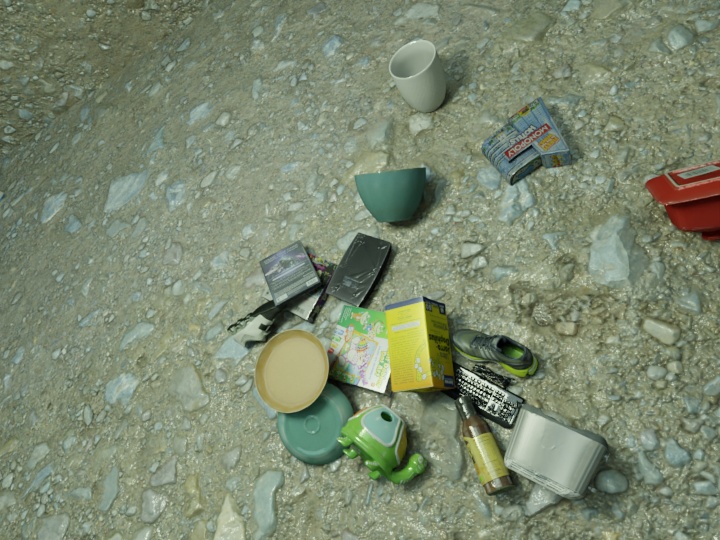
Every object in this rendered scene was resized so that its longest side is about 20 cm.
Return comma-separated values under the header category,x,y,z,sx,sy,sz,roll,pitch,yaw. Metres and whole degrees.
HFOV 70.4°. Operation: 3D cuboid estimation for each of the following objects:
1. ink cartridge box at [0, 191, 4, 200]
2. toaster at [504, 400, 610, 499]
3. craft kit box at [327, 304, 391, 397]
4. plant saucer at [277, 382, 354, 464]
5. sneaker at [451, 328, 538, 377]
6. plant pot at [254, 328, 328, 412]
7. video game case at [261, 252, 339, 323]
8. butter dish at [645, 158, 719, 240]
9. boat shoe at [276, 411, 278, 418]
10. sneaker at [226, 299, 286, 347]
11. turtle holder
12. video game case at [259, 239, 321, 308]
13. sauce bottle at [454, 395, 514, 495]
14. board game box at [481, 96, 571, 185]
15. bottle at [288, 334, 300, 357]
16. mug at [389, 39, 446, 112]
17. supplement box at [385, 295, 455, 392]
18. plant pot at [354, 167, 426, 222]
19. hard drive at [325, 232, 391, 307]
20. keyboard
category,x,y,z,sx,sy,sz,roll,pitch,yaw
ink cartridge box,-2.010,-0.385,2.667,0.198,0.146,0.148,10,70,32
toaster,0.366,0.349,0.989,0.199,0.114,0.130,20,77,33
craft kit box,0.013,0.200,1.307,0.196,0.049,0.202,8,69,29
plant saucer,-0.113,0.371,1.235,0.197,0.036,0.203,-1,85,10
sneaker,0.295,0.167,1.139,0.198,0.081,0.074,14,61,32
plant pot,-0.165,0.244,1.245,0.198,0.027,0.202,-7,68,18
video game case,-0.173,0.038,1.500,0.199,0.036,0.182,21,76,35
butter dish,0.714,-0.133,1.045,0.198,0.149,0.200,-13,19,24
boat shoe,-0.187,0.300,1.356,0.064,0.071,0.202,-22,56,60
sneaker,-0.281,0.153,1.475,0.199,0.089,0.074,-31,15,15
turtle holder,0.048,0.382,1.131,0.185,0.142,0.132,21,58,44
video game case,-0.206,0.006,1.478,0.142,0.019,0.201,-28,45,-2
sauce bottle,0.254,0.363,1.075,0.064,0.065,0.201,-28,53,13
board game box,0.447,-0.326,1.338,0.199,0.062,0.201,-34,53,8
bottle,-0.148,0.262,1.302,0.083,0.065,0.202,-10,83,6
mug,0.173,-0.589,1.558,0.147,0.175,0.201,-38,52,5
supplement box,0.137,0.175,1.178,0.109,0.108,0.202,-17,68,34
plant pot,0.087,-0.206,1.412,0.198,0.200,0.136,-1,101,28
hard drive,0.000,0.000,1.421,0.134,0.042,0.201,19,75,35
keyboard,0.263,0.258,1.140,0.199,0.040,0.105,24,78,35
